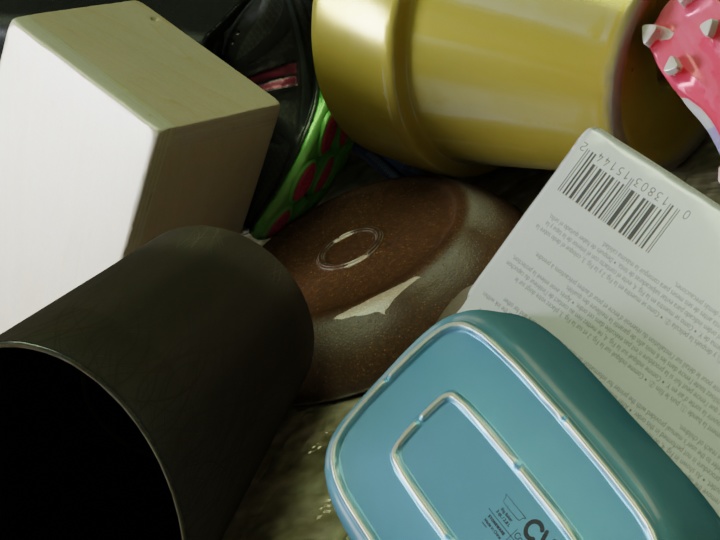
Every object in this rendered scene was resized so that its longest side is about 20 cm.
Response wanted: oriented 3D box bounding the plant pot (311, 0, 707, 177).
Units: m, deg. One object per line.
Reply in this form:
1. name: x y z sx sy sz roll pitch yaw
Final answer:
1. plant pot: 0.105 -0.139 0.967 0.188 0.202 0.201 23 52 37

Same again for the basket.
1. basket: -0.106 0.068 0.810 0.134 0.182 0.200 10 29 15

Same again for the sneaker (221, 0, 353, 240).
1. sneaker: -0.044 -0.119 1.026 0.083 0.203 0.077 14 7 20

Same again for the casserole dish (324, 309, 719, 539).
1. casserole dish: 0.055 0.094 0.642 0.121 0.039 0.200 -46 50 8

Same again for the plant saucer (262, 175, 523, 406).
1. plant saucer: 0.000 0.000 0.962 0.198 0.037 0.201 -22 27 12

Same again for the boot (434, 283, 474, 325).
1. boot: 0.103 0.056 0.749 0.146 0.071 0.200 -40 32 -9

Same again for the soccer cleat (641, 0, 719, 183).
1. soccer cleat: 0.204 -0.062 0.827 0.067 0.076 0.201 -48 45 32

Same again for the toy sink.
1. toy sink: -0.148 -0.039 1.009 0.130 0.202 0.112 36 32 27

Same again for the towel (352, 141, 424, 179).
1. towel: 0.024 -0.157 1.121 0.200 0.146 0.024 -53 3 -40

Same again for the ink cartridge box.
1. ink cartridge box: 0.113 0.062 0.670 0.177 0.045 0.200 -52 49 3

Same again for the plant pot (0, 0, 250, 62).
1. plant pot: -0.127 -0.131 1.152 0.176 0.202 0.200 4 37 30
